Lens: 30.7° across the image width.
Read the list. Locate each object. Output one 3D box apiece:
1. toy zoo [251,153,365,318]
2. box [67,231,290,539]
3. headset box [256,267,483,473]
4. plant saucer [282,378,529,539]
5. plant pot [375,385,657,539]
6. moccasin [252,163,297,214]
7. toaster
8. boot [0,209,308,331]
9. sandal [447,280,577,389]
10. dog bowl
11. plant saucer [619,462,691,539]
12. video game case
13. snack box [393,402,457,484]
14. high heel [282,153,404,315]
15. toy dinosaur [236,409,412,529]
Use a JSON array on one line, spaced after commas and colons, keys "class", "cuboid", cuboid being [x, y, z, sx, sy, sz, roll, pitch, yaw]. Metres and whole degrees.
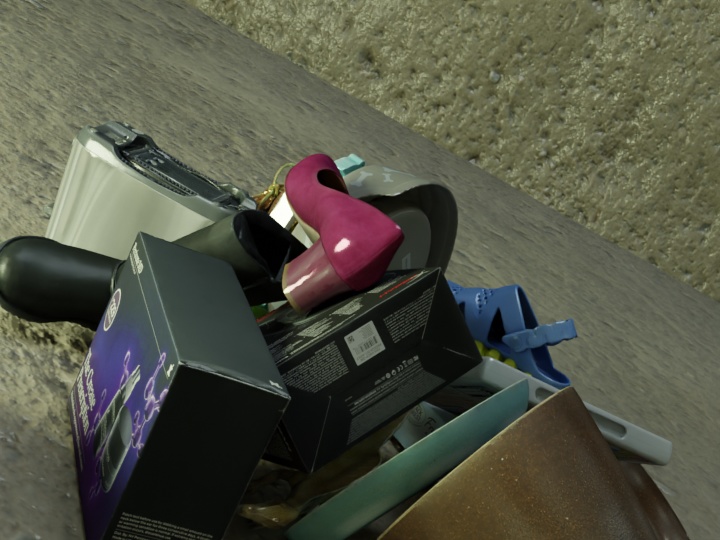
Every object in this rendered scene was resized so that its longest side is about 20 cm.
[{"class": "toy zoo", "cuboid": [-0.053, -0.012, 1.138, 0.020, 0.201, 0.131, 34, 2, 27]}, {"class": "box", "cuboid": [-0.125, 0.083, 0.844, 0.078, 0.142, 0.200, 22, 15, -24]}, {"class": "headset box", "cuboid": [-0.029, 0.066, 0.934, 0.078, 0.148, 0.199, 63, -23, -8]}, {"class": "plant saucer", "cuboid": [0.037, 0.138, 0.899, 0.028, 0.199, 0.200, 57, 20, 9]}, {"class": "plant pot", "cuboid": [0.130, 0.214, 0.859, 0.201, 0.187, 0.186, 52, 20, 14]}, {"class": "moccasin", "cuboid": [-0.074, -0.050, 1.228, 0.078, 0.073, 0.201, 60, -9, 5]}, {"class": "toaster", "cuboid": [-0.183, -0.034, 1.158, 0.198, 0.130, 0.114, 29, 15, 4]}, {"class": "boot", "cuboid": [-0.157, -0.001, 0.979, 0.198, 0.067, 0.164, -11, -18, 36]}, {"class": "sandal", "cuboid": [0.131, 0.048, 1.255, 0.199, 0.088, 0.079, 35, 16, 16]}, {"class": "dog bowl", "cuboid": [0.000, 0.000, 1.135, 0.058, 0.202, 0.199, 34, 15, 26]}, {"class": "plant saucer", "cuboid": [0.251, 0.235, 1.143, 0.201, 0.032, 0.201, 50, 16, -20]}, {"class": "video game case", "cuboid": [0.125, 0.112, 1.067, 0.180, 0.024, 0.199, 25, -13, -21]}, {"class": "snack box", "cuboid": [0.113, 0.168, 1.185, 0.141, 0.053, 0.200, 18, 19, -39]}, {"class": "high heel", "cuboid": [-0.005, -0.046, 0.967, 0.068, 0.095, 0.201, 48, 22, -29]}, {"class": "toy dinosaur", "cuboid": [-0.017, 0.138, 0.922, 0.199, 0.101, 0.059, -34, 101, -39]}]
